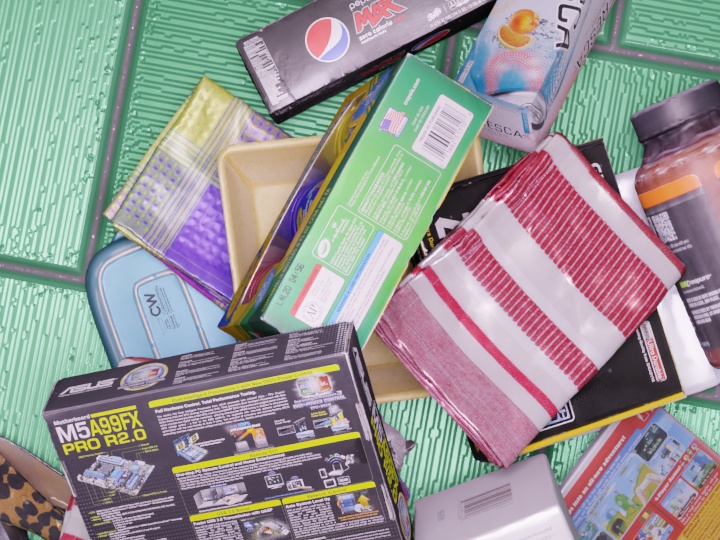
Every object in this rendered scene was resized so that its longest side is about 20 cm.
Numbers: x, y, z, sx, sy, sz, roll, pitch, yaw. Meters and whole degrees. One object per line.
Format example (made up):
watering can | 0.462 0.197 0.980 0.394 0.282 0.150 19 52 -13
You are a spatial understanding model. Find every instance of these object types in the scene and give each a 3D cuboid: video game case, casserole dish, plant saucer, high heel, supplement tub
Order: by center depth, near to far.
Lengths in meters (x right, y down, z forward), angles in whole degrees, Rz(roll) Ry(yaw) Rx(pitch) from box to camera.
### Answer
supplement tub | 0.270 -0.036 1.253 0.106 0.107 0.201 -23 90 0
plant saucer | 0.000 0.000 1.260 0.199 0.048 0.201 -7 85 -12
video game case | 0.240 0.206 1.269 0.200 0.017 0.143 40 79 -3
high heel | -0.197 0.166 1.276 0.199 0.071 0.143 -19 93 10
casserole dish | -0.139 0.050 1.301 0.121 0.039 0.201 -21 85 0

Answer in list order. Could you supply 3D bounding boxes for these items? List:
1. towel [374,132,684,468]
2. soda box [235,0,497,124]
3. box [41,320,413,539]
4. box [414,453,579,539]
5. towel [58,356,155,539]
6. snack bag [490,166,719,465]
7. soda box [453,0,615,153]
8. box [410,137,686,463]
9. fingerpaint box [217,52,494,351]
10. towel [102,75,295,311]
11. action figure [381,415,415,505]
towel | 0.119 0.018 1.192 0.200 0.023 0.144 -45 96 -13
soda box | 0.008 -0.186 1.292 0.199 0.071 0.064 -26 87 0
box | -0.081 0.128 1.074 0.199 0.044 0.161 -12 114 10
box | 0.119 0.251 1.174 0.106 0.152 0.201 -21 95 5
towel | -0.155 0.157 1.202 0.144 0.023 0.201 2 68 45
snack bag | 0.165 0.032 1.301 0.199 0.021 0.190 -16 86 1
soda box | 0.140 -0.189 1.256 0.063 0.068 0.201 19 68 20
box | 0.130 0.022 1.237 0.159 0.049 0.201 -17 88 -11
fingerpaint box | -0.009 -0.033 1.152 0.073 0.167 0.201 31 80 -10
towel | -0.075 -0.038 1.285 0.200 0.023 0.144 36 78 -7
action figure | -0.048 0.164 1.217 0.193 0.105 0.201 -35 127 -17
